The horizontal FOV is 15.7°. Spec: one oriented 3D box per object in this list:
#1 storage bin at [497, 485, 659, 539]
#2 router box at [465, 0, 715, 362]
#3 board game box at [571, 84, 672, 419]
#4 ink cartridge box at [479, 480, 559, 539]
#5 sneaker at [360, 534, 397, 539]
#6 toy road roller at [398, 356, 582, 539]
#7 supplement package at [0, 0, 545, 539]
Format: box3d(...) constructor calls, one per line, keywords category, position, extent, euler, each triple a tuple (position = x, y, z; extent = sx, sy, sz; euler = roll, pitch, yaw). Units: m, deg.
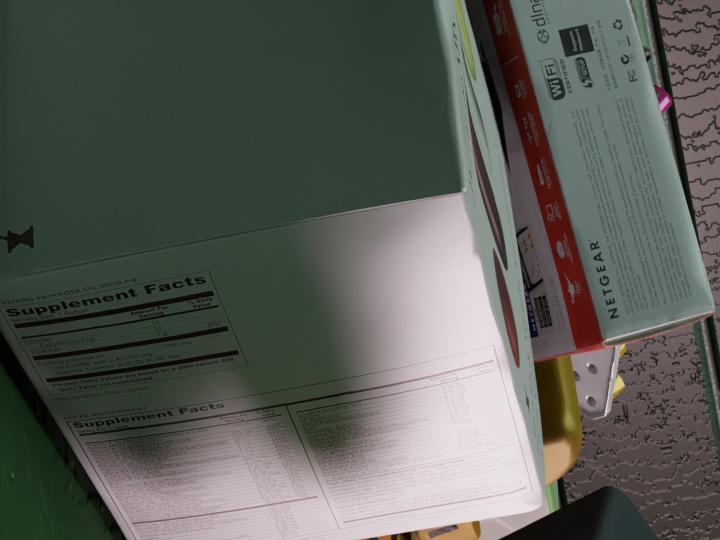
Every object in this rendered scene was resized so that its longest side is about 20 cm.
box3d(category="storage bin", position=(0.099, 0.194, 1.126), extent=(0.200, 0.134, 0.146), euler=(54, 19, -7))
box3d(category="router box", position=(0.058, -0.063, 1.032), extent=(0.179, 0.049, 0.200), euler=(157, -82, -72))
box3d(category="board game box", position=(0.055, -0.046, 1.292), extent=(0.026, 0.200, 0.200), euler=(-39, 147, -39))
box3d(category="ink cartridge box", position=(0.047, 0.088, 1.431), extent=(0.200, 0.117, 0.067), euler=(-85, 164, -64))
box3d(category="sneaker", position=(-0.005, 0.164, 0.999), extent=(0.070, 0.090, 0.200), euler=(-93, 170, -46))
box3d(category="toy road roller", position=(0.031, 0.076, 1.195), extent=(0.200, 0.146, 0.123), euler=(68, 14, -59))
box3d(category="supplement package", position=(-0.031, -0.037, 0.854), extent=(0.200, 0.147, 0.191), euler=(71, 11, -58))
